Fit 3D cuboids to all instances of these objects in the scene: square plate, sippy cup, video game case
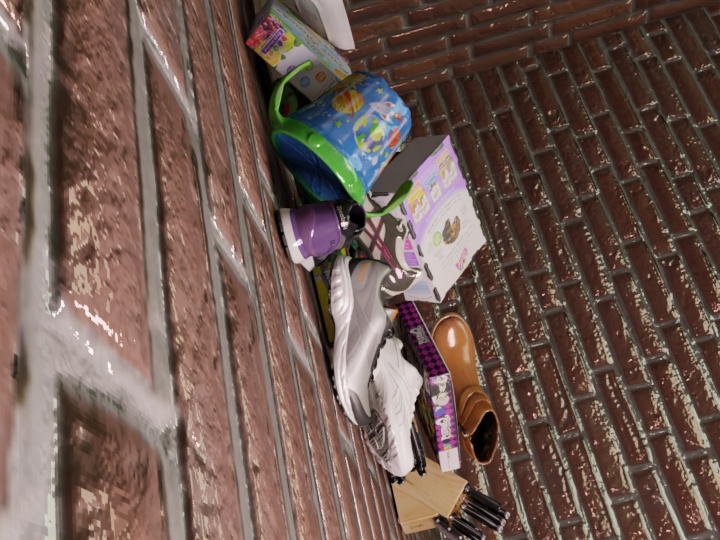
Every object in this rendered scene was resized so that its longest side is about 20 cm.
[{"bbox_3d":[-0.101,-0.390,1.090,0.198,0.028,0.200,38,-1,9],"label":"square plate"},{"bbox_3d":[-0.014,-0.157,0.924,0.139,0.130,0.178,32,-17,36],"label":"sippy cup"},{"bbox_3d":[0.101,0.172,1.205,0.200,0.036,0.182,-113,-169,-58],"label":"video game case"}]

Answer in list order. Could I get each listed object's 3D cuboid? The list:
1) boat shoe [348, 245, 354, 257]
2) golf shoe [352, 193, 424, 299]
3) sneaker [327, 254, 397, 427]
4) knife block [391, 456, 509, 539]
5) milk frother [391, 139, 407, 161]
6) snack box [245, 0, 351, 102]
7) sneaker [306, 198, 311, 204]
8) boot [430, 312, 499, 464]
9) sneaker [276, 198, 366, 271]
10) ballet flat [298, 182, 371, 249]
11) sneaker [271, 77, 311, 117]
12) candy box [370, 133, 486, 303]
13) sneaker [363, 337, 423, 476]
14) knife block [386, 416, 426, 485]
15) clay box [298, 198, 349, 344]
[{"bbox_3d":[0.000,0.000,1.187,0.062,0.075,0.201,49,50,-50],"label":"boat shoe"},{"bbox_3d":[0.015,-0.062,1.019,0.077,0.088,0.201,-60,132,-81],"label":"golf shoe"},{"bbox_3d":[0.004,0.082,0.910,0.074,0.079,0.201,-76,165,-85],"label":"sneaker"},{"bbox_3d":[0.141,0.357,1.295,0.064,0.175,0.201,72,4,-56],"label":"knife block"},{"bbox_3d":[0.086,-0.135,1.380,0.200,0.180,0.189,-21,107,-48],"label":"milk frother"},{"bbox_3d":[-0.077,-0.287,1.045,0.142,0.053,0.200,37,18,-19],"label":"snack box"},{"bbox_3d":[-0.050,-0.115,1.211,0.200,0.071,0.083,81,-9,-53],"label":"sneaker"},{"bbox_3d":[0.156,0.176,1.181,0.155,0.076,0.201,-122,-149,-72],"label":"boot"},{"bbox_3d":[-0.033,-0.043,0.887,0.200,0.087,0.076,-70,145,-86],"label":"sneaker"},{"bbox_3d":[0.000,-0.076,1.119,0.200,0.070,0.067,46,31,-15],"label":"ballet flat"},{"bbox_3d":[-0.072,-0.224,1.103,0.200,0.083,0.077,27,46,-83],"label":"sneaker"},{"bbox_3d":[0.103,-0.079,1.217,0.168,0.071,0.200,-49,127,-38],"label":"candy box"},{"bbox_3d":[0.051,0.177,1.086,0.078,0.099,0.201,-32,-113,56],"label":"sneaker"},{"bbox_3d":[0.050,0.220,1.222,0.200,0.064,0.176,-103,178,-48],"label":"knife block"},{"bbox_3d":[-0.033,0.007,1.034,0.115,0.047,0.201,66,10,-71],"label":"clay box"}]
